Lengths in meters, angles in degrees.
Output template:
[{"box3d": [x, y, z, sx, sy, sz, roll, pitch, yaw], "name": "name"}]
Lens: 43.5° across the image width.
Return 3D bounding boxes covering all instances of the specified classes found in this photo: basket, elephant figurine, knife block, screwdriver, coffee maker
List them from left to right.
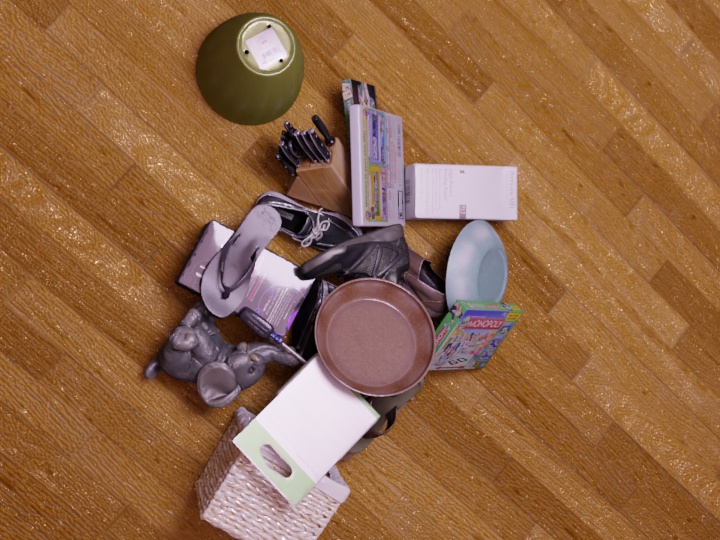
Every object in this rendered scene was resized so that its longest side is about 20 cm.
[{"box3d": [-0.227, 0.157, 1.497, 0.200, 0.155, 0.142, 37, 56, -7], "name": "elephant figurine"}, {"box3d": [-0.150, 0.356, 1.495, 0.200, 0.198, 0.161, 32, 87, -14], "name": "basket"}, {"box3d": [-0.113, 0.125, 1.463, 0.200, 0.028, 0.029, 35, 90, -4], "name": "screwdriver"}, {"box3d": [-0.050, -0.179, 1.518, 0.200, 0.176, 0.064, 18, 60, -15], "name": "knife block"}, {"box3d": [-0.015, 0.129, 1.557, 0.200, 0.135, 0.193, 16, 88, -14], "name": "coffee maker"}]

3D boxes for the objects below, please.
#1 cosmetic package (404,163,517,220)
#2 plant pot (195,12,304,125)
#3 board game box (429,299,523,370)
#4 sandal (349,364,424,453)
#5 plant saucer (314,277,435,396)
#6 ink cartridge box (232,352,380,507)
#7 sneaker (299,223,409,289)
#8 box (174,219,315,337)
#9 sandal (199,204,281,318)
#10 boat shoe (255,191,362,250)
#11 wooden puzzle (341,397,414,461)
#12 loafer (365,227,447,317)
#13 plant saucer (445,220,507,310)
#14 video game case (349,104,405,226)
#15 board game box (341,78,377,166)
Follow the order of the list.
[{"box3d": [0.182, -0.140, 1.637, 0.199, 0.074, 0.102, -1, 92, -14], "name": "cosmetic package"}, {"box3d": [-0.167, -0.345, 1.475, 0.187, 0.200, 0.188, 0, 91, -15], "name": "plant pot"}, {"box3d": [0.193, 0.114, 1.579, 0.200, 0.029, 0.135, 6, 123, -52], "name": "board game box"}, {"box3d": [0.028, 0.236, 1.496, 0.080, 0.057, 0.201, 27, 119, -24], "name": "sandal"}, {"box3d": [0.021, 0.110, 1.449, 0.200, 0.037, 0.201, 6, 64, -12], "name": "plant saucer"}, {"box3d": [-0.086, 0.247, 1.411, 0.146, 0.048, 0.200, 48, 69, -3], "name": "ink cartridge box"}, {"box3d": [0.000, 0.000, 1.505, 0.199, 0.076, 0.115, -18, 87, -29], "name": "sneaker"}, {"box3d": [-0.196, 0.015, 1.521, 0.200, 0.106, 0.122, 30, 82, -13], "name": "box"}, {"box3d": [-0.195, -0.019, 1.444, 0.076, 0.043, 0.200, 28, 81, -13], "name": "sandal"}, {"box3d": [-0.087, -0.078, 1.559, 0.199, 0.068, 0.074, 27, 106, -13], "name": "boat shoe"}, {"box3d": [-0.037, 0.232, 1.544, 0.185, 0.037, 0.200, 33, 116, -27], "name": "wooden puzzle"}, {"box3d": [0.093, -0.011, 1.594, 0.200, 0.071, 0.073, 45, 43, 1], "name": "loafer"}, {"box3d": [0.219, 0.011, 1.607, 0.201, 0.039, 0.202, -13, 106, -51], "name": "plant saucer"}, {"box3d": [0.031, -0.175, 1.557, 0.022, 0.182, 0.201, -1, 92, 26], "name": "video game case"}, {"box3d": [0.008, -0.228, 1.577, 0.023, 0.105, 0.201, -6, 91, 23], "name": "board game box"}]
